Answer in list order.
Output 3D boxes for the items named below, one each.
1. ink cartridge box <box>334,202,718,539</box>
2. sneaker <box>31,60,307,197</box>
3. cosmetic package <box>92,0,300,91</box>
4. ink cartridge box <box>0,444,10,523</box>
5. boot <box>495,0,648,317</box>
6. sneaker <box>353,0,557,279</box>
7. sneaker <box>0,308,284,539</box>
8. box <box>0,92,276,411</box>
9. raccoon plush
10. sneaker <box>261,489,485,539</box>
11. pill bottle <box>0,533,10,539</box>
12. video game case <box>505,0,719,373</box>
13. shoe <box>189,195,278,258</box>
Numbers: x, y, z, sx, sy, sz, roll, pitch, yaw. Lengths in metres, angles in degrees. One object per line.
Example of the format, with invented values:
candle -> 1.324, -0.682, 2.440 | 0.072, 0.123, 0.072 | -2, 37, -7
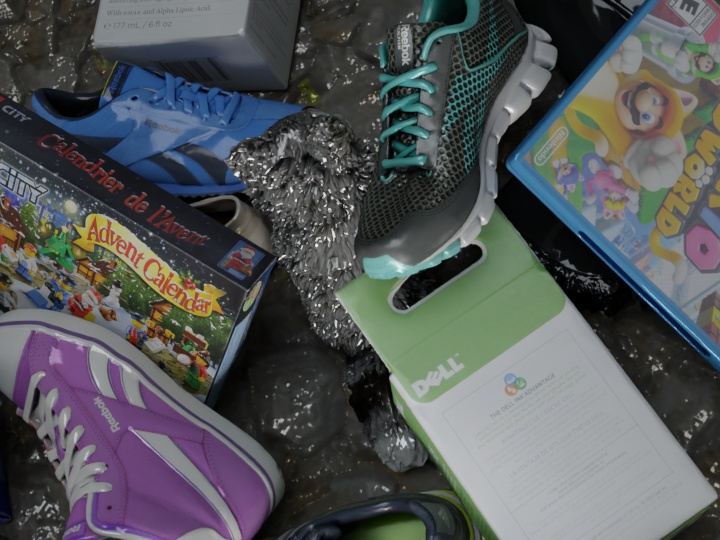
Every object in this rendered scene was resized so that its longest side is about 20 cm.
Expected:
ink cartridge box -> 0.083, 0.071, 0.714 | 0.104, 0.059, 0.200 | -33, 72, -7
sneaker -> -0.116, -0.092, 0.850 | 0.199, 0.079, 0.066 | -3, 30, 17
cosmetic package -> -0.096, -0.223, 0.899 | 0.112, 0.081, 0.201 | -1, 71, 19
ink cartridge box -> -0.301, 0.104, 0.845 | 0.136, 0.076, 0.201 | -18, 65, 9
boot -> 0.126, -0.080, 0.788 | 0.198, 0.073, 0.163 | 38, 91, 27
sneaker -> 0.034, -0.085, 0.714 | 0.077, 0.091, 0.201 | -9, 43, 38
sneaker -> -0.150, 0.100, 0.745 | 0.200, 0.073, 0.114 | 29, 40, 14
box -> -0.158, 0.000, 0.783 | 0.199, 0.137, 0.038 | 30, 40, 7
raccoon plush -> 0.000, 0.000, 0.757 | 0.096, 0.134, 0.201 | -30, 65, 4
sneaker -> -0.030, 0.164, 0.737 | 0.199, 0.081, 0.074 | -26, 65, 7
pill bottle -> -0.196, 0.204, 0.707 | 0.199, 0.113, 0.113 | 28, 81, 29
video game case -> 0.193, -0.040, 0.715 | 0.200, 0.018, 0.143 | 43, 79, -5
shoe -> -0.151, -0.009, 0.853 | 0.199, 0.053, 0.070 | -13, 67, 12
